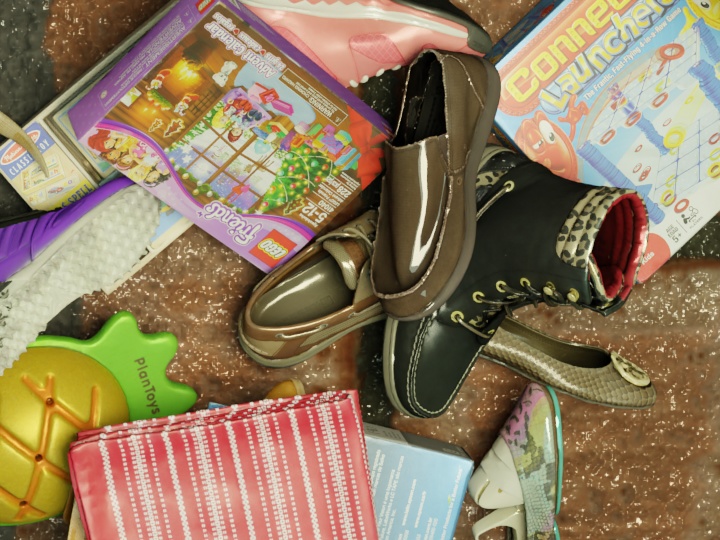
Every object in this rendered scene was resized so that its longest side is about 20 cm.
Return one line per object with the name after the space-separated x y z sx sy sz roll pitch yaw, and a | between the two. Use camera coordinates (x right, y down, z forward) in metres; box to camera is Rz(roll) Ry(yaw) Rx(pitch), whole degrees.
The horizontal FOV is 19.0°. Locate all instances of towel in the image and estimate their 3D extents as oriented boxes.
-0.089 0.164 1.455 0.199 0.022 0.145 -9 101 -3 | towel

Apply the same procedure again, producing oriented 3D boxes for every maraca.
-0.215 0.105 1.511 0.200 0.107 0.137 -22 116 -11 | maraca

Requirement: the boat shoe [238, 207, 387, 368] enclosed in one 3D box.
0.000 0.000 1.537 0.200 0.072 0.076 -36 74 -7 | boat shoe

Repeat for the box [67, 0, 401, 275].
-0.083 -0.095 1.479 0.137 0.039 0.200 -43 131 14 | box

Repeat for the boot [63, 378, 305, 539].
-0.127 0.156 1.486 0.144 0.071 0.202 14 105 -19 | boot

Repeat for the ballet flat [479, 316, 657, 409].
0.130 0.054 1.586 0.200 0.067 0.046 19 102 -6 | ballet flat

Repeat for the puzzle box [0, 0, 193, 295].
-0.148 -0.096 1.533 0.200 0.025 0.133 -41 102 -2 | puzzle box

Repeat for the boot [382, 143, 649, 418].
0.104 0.018 1.476 0.073 0.154 0.204 25 85 -41 | boot

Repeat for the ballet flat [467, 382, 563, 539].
0.116 0.177 1.583 0.071 0.069 0.200 -10 120 -7 | ballet flat

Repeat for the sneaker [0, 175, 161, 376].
-0.232 -0.014 1.482 0.200 0.099 0.070 -40 146 -22 | sneaker

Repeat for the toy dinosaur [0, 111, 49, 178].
-0.302 -0.134 1.495 0.200 0.058 0.101 14 111 -4 | toy dinosaur

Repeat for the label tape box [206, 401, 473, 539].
-0.033 0.179 1.575 0.200 0.063 0.145 14 96 -8 | label tape box

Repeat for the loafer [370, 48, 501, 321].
0.038 -0.064 1.478 0.071 0.073 0.200 28 67 -44 | loafer

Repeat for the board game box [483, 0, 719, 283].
0.207 -0.129 1.573 0.200 0.056 0.196 -44 103 -1 | board game box

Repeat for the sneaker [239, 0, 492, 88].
-0.006 -0.164 1.526 0.200 0.074 0.087 9 112 -21 | sneaker
